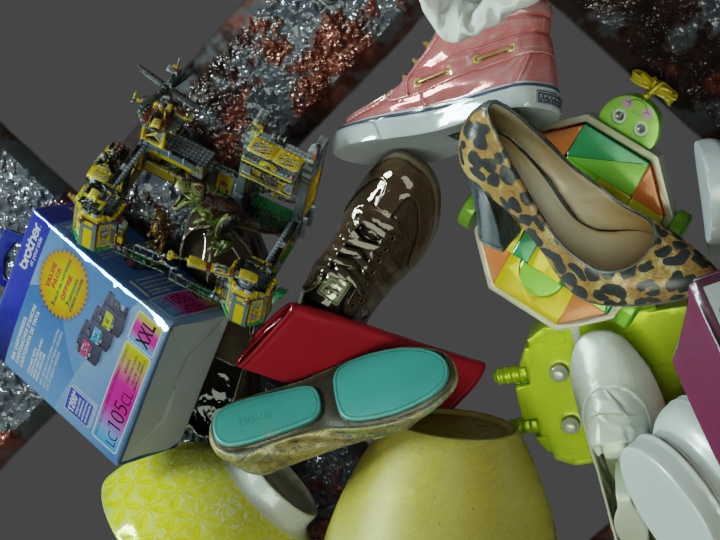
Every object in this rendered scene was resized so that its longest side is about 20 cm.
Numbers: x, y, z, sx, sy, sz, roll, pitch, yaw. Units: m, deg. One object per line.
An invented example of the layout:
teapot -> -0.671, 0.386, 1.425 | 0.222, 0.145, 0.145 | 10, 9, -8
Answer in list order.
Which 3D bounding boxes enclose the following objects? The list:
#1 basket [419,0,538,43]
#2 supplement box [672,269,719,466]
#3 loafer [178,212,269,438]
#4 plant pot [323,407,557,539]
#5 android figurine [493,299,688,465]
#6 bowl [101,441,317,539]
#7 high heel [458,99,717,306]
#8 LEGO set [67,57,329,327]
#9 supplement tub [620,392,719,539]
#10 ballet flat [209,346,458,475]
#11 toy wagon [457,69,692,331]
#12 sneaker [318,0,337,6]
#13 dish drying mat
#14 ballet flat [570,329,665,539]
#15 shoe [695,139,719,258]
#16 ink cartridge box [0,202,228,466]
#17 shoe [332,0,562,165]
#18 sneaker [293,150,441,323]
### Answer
basket -> 0.106, -0.293, 1.480 | 0.199, 0.161, 0.199 | -26, 98, 17
supplement box -> 0.328, 0.044, 1.488 | 0.199, 0.131, 0.104 | -19, 65, -7
loafer -> -0.110, 0.047, 1.719 | 0.072, 0.071, 0.201 | 2, 112, 10
plant pot -> 0.067, 0.188, 1.692 | 0.198, 0.200, 0.143 | 7, 99, 7
android figurine -> 0.205, 0.087, 1.696 | 0.198, 0.041, 0.183 | -8, 110, 12
bowl -> -0.098, 0.202, 1.721 | 0.108, 0.200, 0.200 | -43, 99, 11
high heel -> 0.161, -0.047, 1.531 | 0.199, 0.072, 0.143 | 17, 145, 24
LEGO set -> -0.117, -0.065, 1.623 | 0.199, 0.154, 0.116 | 32, 143, 13
supplement tub -> 0.306, 0.129, 1.599 | 0.199, 0.140, 0.141 | -32, 106, -14
ballet flat -> -0.016, 0.110, 1.651 | 0.199, 0.071, 0.071 | -17, 109, 9
toy wagon -> 0.170, -0.057, 1.623 | 0.155, 0.040, 0.201 | 32, 108, 11
sneaker -> -0.084, -0.269, 1.581 | 0.199, 0.076, 0.114 | 27, 112, -4
dish drying mat -> 0.003, 0.072, 1.680 | 0.199, 0.018, 0.077 | 19, 128, -35
ballet flat -> 0.205, 0.144, 1.660 | 0.069, 0.070, 0.201 | -10, 112, 14
shoe -> 0.288, -0.053, 1.541 | 0.090, 0.200, 0.072 | -8, 79, 9
ink cartridge box -> -0.210, 0.038, 1.703 | 0.200, 0.076, 0.137 | 38, 118, 30
shoe -> 0.063, -0.140, 1.617 | 0.199, 0.071, 0.092 | -13, 70, 38
sneaker -> 0.000, 0.000, 1.654 | 0.070, 0.076, 0.201 | 32, 128, 5
